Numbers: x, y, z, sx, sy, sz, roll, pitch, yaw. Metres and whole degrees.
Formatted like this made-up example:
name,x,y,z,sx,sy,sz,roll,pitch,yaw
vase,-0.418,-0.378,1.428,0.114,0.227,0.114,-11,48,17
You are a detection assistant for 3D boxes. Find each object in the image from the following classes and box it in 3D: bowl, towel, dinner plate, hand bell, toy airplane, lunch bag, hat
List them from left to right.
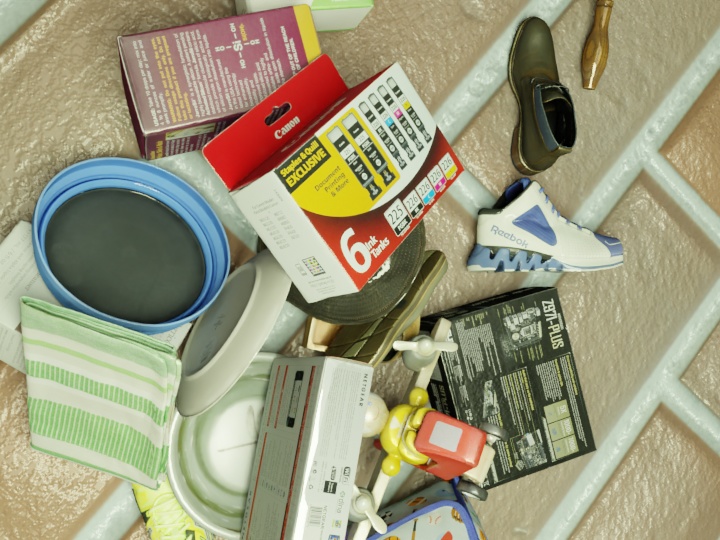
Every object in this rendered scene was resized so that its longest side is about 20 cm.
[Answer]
name,x,y,z,sx,sy,sz,roll,pitch,yaw
towel,-0.247,0.124,0.725,0.151,0.201,0.023,18,38,2
bowl,-0.233,-0.024,0.789,0.199,0.039,0.202,19,50,-24
dinner plate,-0.135,0.054,0.777,0.024,0.200,0.201,33,80,-23
hat,-0.031,-0.042,0.830,0.199,0.081,0.202,-3,77,14
toy airplane,0.037,0.164,0.789,0.141,0.201,0.199,31,117,-22
lunch bag,0.056,0.313,0.799,0.169,0.200,0.124,-28,94,4
hand bell,0.314,-0.335,0.990,0.103,0.104,0.202,6,98,-15

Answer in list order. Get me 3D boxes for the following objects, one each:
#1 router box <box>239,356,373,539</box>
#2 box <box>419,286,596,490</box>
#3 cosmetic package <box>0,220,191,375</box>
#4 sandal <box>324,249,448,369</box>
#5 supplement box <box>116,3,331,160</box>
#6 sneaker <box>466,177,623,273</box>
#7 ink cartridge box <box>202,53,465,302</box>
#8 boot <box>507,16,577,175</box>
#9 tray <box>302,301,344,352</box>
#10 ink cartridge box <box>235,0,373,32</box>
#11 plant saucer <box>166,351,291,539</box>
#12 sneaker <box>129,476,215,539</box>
name,x,y,z,sx,sy,sz,roll,pitch,yaw
router box,-0.058,0.186,0.748,0.049,0.179,0.202,14,79,-19
box,0.168,0.135,0.915,0.163,0.086,0.202,-15,92,-15
cosmetic package,-0.288,0.057,0.778,0.199,0.081,0.113,31,49,-12
sandal,0.037,0.062,0.861,0.200,0.080,0.054,-49,121,-16
supplement box,-0.147,-0.198,0.822,0.199,0.131,0.104,-16,92,-16
sneaker,0.227,-0.055,0.943,0.198,0.081,0.116,-1,90,-14
ink cartridge box,-0.019,-0.102,0.728,0.176,0.084,0.200,54,53,-17
boot,0.232,-0.223,0.943,0.074,0.097,0.202,0,88,-15
tray,0.000,0.000,0.902,0.098,0.037,0.202,12,84,-14
ink cartridge box,-0.077,-0.380,0.872,0.144,0.084,0.202,-9,90,-16
plant saucer,-0.117,0.191,0.847,0.199,0.050,0.202,3,82,-22
sneaker,-0.185,0.282,0.818,0.075,0.076,0.201,-25,93,-13
